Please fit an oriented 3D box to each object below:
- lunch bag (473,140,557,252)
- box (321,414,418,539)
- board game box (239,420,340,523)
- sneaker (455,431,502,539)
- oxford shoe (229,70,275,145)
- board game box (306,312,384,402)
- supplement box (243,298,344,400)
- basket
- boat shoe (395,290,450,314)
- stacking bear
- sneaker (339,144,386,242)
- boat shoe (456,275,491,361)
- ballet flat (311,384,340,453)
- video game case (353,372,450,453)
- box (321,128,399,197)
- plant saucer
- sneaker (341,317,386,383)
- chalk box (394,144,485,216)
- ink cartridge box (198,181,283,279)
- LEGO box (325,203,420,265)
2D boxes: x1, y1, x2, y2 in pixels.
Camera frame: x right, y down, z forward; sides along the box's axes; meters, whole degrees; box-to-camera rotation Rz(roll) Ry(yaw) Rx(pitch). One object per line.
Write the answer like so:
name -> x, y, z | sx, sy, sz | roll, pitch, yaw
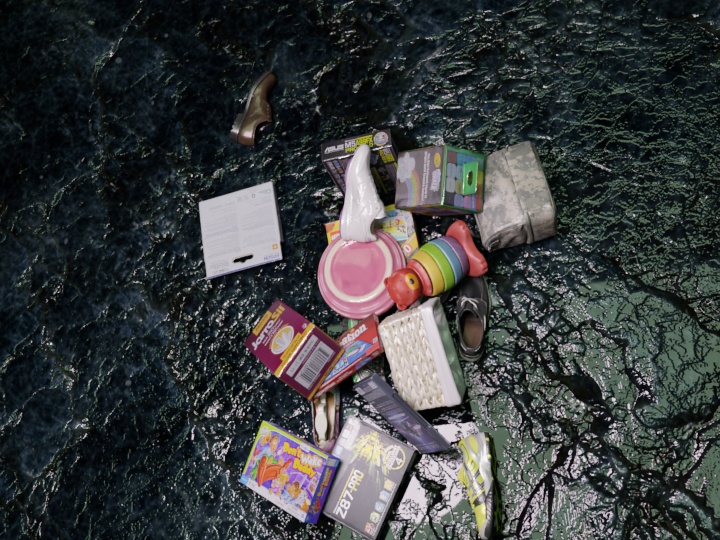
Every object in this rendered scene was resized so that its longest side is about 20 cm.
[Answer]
lunch bag -> 0.314, -0.154, 1.654 | 0.164, 0.140, 0.204 | -16, 67, 9
box -> 0.006, 0.422, 1.593 | 0.159, 0.049, 0.203 | 24, 80, 19
board game box -> -0.148, 0.411, 1.604 | 0.197, 0.044, 0.137 | 17, 83, 39
sneaker -> 0.231, 0.423, 1.527 | 0.075, 0.076, 0.204 | -11, 59, 19
oxford shoe -> -0.247, -0.399, 1.939 | 0.083, 0.073, 0.204 | 21, 81, 5
board game box -> -0.038, 0.179, 1.616 | 0.199, 0.019, 0.104 | -37, 34, 19
supplement box -> -0.142, 0.161, 1.647 | 0.132, 0.103, 0.199 | -54, 32, -6
basket -> 0.125, 0.173, 1.570 | 0.121, 0.135, 0.205 | -17, 92, 14
boat shoe -> 0.138, 0.059, 1.676 | 0.066, 0.057, 0.202 | 34, 84, 23
stacking bear -> 0.142, 0.003, 1.602 | 0.197, 0.114, 0.123 | -30, 89, -19
sneaker -> 0.013, -0.158, 1.621 | 0.097, 0.075, 0.205 | 9, 102, 10
boat shoe -> 0.236, 0.083, 1.636 | 0.070, 0.068, 0.205 | -1, 67, 15
ballet flat -> -0.078, 0.286, 1.652 | 0.067, 0.071, 0.205 | -8, 70, 7
video game case -> 0.077, 0.284, 1.534 | 0.199, 0.143, 0.019 | 43, 69, -1
box -> 0.014, -0.229, 1.729 | 0.156, 0.200, 0.045 | -11, 66, 12
plant saucer -> 0.000, 0.000, 1.654 | 0.195, 0.051, 0.206 | -4, 73, 12
sneaker -> 0.020, 0.175, 1.645 | 0.084, 0.077, 0.204 | -29, 65, 31
chalk box -> 0.181, -0.186, 1.626 | 0.198, 0.122, 0.128 | 3, 87, 52
ink cartridge box -> -0.282, -0.091, 1.852 | 0.192, 0.043, 0.205 | -14, 71, 9
LEGO box -> 0.035, -0.050, 1.730 | 0.195, 0.077, 0.152 | -16, 69, 10
